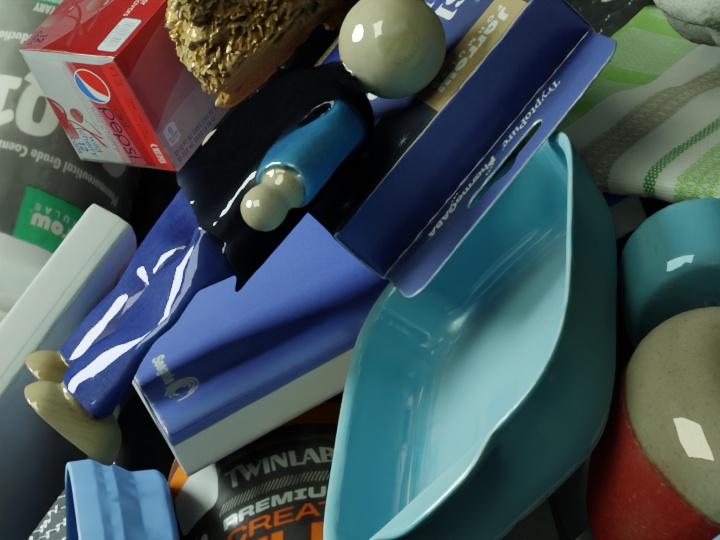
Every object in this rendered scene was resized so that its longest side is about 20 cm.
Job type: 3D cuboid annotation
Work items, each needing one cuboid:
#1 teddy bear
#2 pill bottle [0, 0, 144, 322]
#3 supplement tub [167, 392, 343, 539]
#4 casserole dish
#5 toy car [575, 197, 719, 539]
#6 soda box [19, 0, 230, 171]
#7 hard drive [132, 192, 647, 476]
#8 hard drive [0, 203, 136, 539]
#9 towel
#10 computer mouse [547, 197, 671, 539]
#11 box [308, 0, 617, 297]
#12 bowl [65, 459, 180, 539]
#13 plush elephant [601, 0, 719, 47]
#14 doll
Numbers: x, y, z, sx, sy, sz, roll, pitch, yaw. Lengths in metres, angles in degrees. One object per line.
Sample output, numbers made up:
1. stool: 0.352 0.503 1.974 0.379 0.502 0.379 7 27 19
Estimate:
1. teddy bear: -0.004 -0.157 1.104 0.200 0.145 0.067 -41 80 9
2. pill bottle: -0.162 -0.031 1.207 0.113 0.113 0.201 -4 63 36
3. supplement tub: -0.019 0.119 1.003 0.107 0.107 0.201 -33 43 18
4. casserole dish: 0.043 0.032 0.879 0.121 0.039 0.200 -44 18 25
5. toy car: 0.133 0.117 0.888 0.185 0.176 0.200 -95 29 -49
6. soda box: -0.063 -0.136 1.179 0.063 0.070 0.200 8 49 40
7. hard drive: 0.000 0.000 1.028 0.199 0.025 0.132 -29 25 -7
8. hard drive: -0.155 0.084 1.078 0.027 0.132 0.200 26 58 13
9. towel: 0.156 -0.067 0.981 0.199 0.031 0.149 13 35 42
10. computer mouse: 0.076 0.035 1.026 0.140 0.046 0.201 -12 58 31
11. box: 0.022 -0.065 1.000 0.121 0.032 0.200 -50 21 1
12. bowl: -0.085 0.172 0.987 0.039 0.201 0.202 -4 53 -8
13. plush elephant: 0.151 -0.172 0.988 0.164 0.156 0.199 -34 30 -32
14. doll: -0.045 -0.025 0.954 0.200 0.048 0.137 -48 16 8
